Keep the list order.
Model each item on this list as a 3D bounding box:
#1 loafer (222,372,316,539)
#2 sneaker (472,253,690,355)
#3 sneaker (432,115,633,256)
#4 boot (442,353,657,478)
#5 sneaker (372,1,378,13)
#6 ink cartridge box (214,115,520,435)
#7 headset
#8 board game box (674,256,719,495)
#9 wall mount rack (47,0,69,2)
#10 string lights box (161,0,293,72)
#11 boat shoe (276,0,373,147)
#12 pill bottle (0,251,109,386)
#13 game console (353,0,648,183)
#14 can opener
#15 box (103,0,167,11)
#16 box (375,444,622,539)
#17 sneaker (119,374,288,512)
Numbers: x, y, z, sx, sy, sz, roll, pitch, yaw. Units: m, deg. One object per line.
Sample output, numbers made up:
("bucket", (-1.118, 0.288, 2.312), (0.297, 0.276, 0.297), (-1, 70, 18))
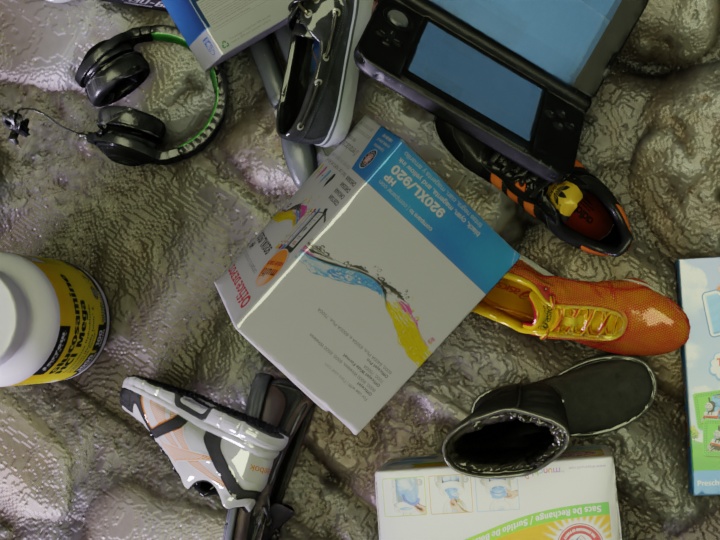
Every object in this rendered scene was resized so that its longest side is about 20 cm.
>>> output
("loafer", (-0.081, 0.194, 1.210), (0.062, 0.072, 0.202), (9, 86, 4))
("sneaker", (0.180, 0.039, 1.169), (0.198, 0.077, 0.074), (12, 117, 13))
("sneaker", (0.151, -0.081, 1.146), (0.199, 0.090, 0.070), (36, 97, -18))
("boot", (0.159, 0.115, 1.111), (0.180, 0.200, 0.073), (-19, 82, 6))
("sneaker", (0.080, -0.203, 1.198), (0.199, 0.075, 0.105), (35, 94, -3))
("ink cartridge box", (0.000, 0.000, 1.145), (0.144, 0.147, 0.200), (42, 93, -19))
("headset", (-0.218, -0.152, 1.231), (0.198, 0.094, 0.125), (-15, 85, -4))
("board game box", (0.350, 0.086, 1.169), (0.149, 0.037, 0.203), (-4, 86, 8))
("wall mount rack", (-0.309, -0.353, 1.264), (0.200, 0.075, 0.174), (43, 80, 6))
("string lights box", (-0.138, -0.285, 1.168), (0.102, 0.059, 0.201), (-33, 96, -22))
("boat shoe", (-0.032, -0.202, 1.143), (0.068, 0.056, 0.202), (25, 113, 50))
("pill bottle", (-0.297, 0.043, 1.180), (0.111, 0.200, 0.114), (0, 88, 8))
("game console", (0.117, -0.197, 1.105), (0.199, 0.177, 0.117), (29, 128, -6))
("can opener", (-0.063, -0.169, 1.228), (0.052, 0.066, 0.202), (-22, 80, 8))
("box", (-0.185, -0.337, 1.220), (0.156, 0.050, 0.203), (4, 88, -26))
("box", (0.118, 0.208, 1.159), (0.198, 0.112, 0.103), (-5, 87, 7))
("sneaker", (-0.149, 0.146, 1.182), (0.199, 0.073, 0.081), (18, 89, 46))
